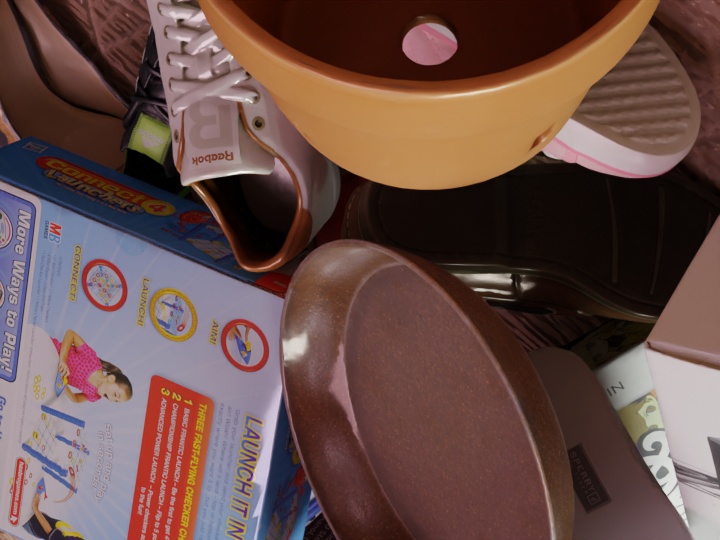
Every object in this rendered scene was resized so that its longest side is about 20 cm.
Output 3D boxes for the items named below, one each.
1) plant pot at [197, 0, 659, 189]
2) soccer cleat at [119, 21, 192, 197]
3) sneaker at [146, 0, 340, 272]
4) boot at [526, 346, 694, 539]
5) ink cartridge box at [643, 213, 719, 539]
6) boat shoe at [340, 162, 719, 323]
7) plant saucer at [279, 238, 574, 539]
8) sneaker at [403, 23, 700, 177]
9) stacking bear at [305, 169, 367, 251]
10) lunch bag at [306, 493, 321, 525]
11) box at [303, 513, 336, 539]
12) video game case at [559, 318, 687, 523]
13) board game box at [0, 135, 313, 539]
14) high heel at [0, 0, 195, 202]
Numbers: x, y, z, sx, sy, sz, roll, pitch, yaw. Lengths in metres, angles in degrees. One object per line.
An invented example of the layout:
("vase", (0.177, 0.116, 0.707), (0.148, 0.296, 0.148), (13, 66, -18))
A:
("plant pot", (0.027, -0.125, 1.041), (0.200, 0.200, 0.140), (27, 158, 13))
("soccer cleat", (-0.082, -0.096, 1.275), (0.067, 0.081, 0.200), (30, 147, 7))
("sneaker", (-0.059, -0.092, 1.185), (0.073, 0.085, 0.200), (-10, 116, 21))
("boot", (0.122, 0.133, 1.189), (0.073, 0.200, 0.096), (-23, 142, 7))
("ink cartridge box", (0.206, 0.056, 1.151), (0.084, 0.144, 0.200), (14, 143, 29))
("boat shoe", (0.090, -0.015, 1.205), (0.200, 0.072, 0.068), (12, 164, -11))
("plant saucer", (0.033, 0.076, 1.150), (0.200, 0.034, 0.201), (38, 139, 42))
("sneaker", (0.060, -0.087, 1.161), (0.200, 0.075, 0.105), (34, 145, 16))
("stacking bear", (0.000, 0.000, 1.309), (0.200, 0.121, 0.114), (-39, 60, 47))
("lunch bag", (-0.094, 0.077, 1.419), (0.200, 0.160, 0.076), (52, 163, 1))
("box", (0.019, 0.208, 1.488), (0.200, 0.164, 0.166), (23, 148, 36))
("video game case", (0.126, 0.130, 1.328), (0.181, 0.036, 0.200), (-30, 120, 8))
("board game box", (-0.115, 0.059, 1.302), (0.196, 0.056, 0.200), (22, 118, 22))
("high heel", (-0.159, -0.097, 1.352), (0.200, 0.071, 0.143), (38, 156, 12))
